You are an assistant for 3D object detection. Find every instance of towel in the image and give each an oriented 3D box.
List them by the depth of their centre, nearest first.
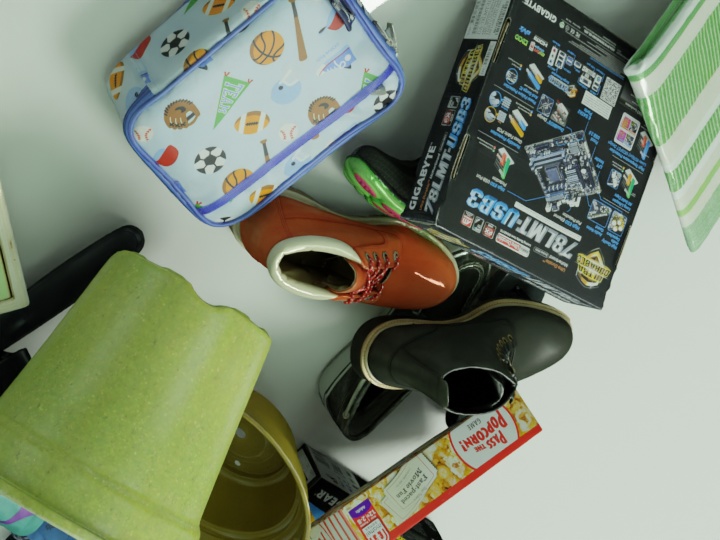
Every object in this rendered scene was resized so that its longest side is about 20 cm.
[{"bbox_3d":[0.276,-0.137,1.283,0.153,0.023,0.201,-53,137,-24],"label":"towel"}]

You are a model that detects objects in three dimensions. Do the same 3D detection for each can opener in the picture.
[{"bbox_3d":[-0.242,0.031,1.187,0.200,0.063,0.079,-40,105,-6],"label":"can opener"}]

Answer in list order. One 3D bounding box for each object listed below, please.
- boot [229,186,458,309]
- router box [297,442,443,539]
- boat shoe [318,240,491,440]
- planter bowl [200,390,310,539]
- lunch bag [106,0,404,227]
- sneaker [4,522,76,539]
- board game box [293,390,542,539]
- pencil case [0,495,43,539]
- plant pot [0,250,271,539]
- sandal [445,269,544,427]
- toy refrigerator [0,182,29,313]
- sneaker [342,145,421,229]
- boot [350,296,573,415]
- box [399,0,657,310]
[{"bbox_3d":[0.000,0.000,1.227,0.199,0.107,0.076,15,107,-27],"label":"boot"},{"bbox_3d":[-0.032,0.258,1.451,0.149,0.051,0.200,-44,131,11],"label":"router box"},{"bbox_3d":[0.047,0.059,1.335,0.070,0.064,0.200,28,108,-37],"label":"boat shoe"},{"bbox_3d":[-0.113,0.152,1.289,0.199,0.084,0.202,13,125,19],"label":"planter bowl"},{"bbox_3d":[-0.068,-0.131,1.138,0.199,0.076,0.160,-35,133,4],"label":"lunch bag"},{"bbox_3d":[-0.231,0.192,1.275,0.078,0.066,0.200,32,132,-9],"label":"sneaker"},{"bbox_3d":[0.037,0.183,1.320,0.199,0.046,0.151,-31,174,-32],"label":"board game box"},{"bbox_3d":[-0.322,0.140,1.208,0.199,0.092,0.086,25,76,-35],"label":"pencil case"},{"bbox_3d":[-0.161,0.095,1.124,0.200,0.200,0.185,37,79,-39],"label":"plant pot"},{"bbox_3d":[0.129,0.070,1.381,0.075,0.048,0.202,-19,136,-37],"label":"sandal"},{"bbox_3d":[-0.285,-0.059,1.089,0.075,0.070,0.201,-15,129,-15],"label":"toy refrigerator"},{"bbox_3d":[0.071,-0.072,1.257,0.199,0.077,0.084,12,100,-34],"label":"sneaker"},{"bbox_3d":[0.110,0.077,1.251,0.198,0.138,0.078,-9,106,-27],"label":"boot"},{"bbox_3d":[0.143,-0.095,1.224,0.199,0.050,0.200,24,85,-37],"label":"box"}]
